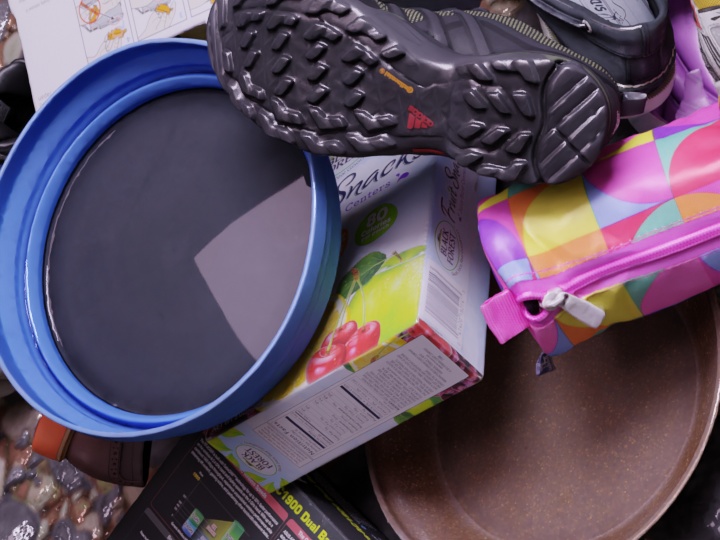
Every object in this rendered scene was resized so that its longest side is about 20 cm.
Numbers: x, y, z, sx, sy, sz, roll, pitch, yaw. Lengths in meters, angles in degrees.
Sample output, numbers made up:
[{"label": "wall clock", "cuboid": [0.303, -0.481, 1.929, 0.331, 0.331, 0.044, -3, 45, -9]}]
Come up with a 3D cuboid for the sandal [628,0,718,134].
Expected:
[{"label": "sandal", "cuboid": [0.163, -0.086, 0.835, 0.082, 0.050, 0.203, -23, 56, 29]}]

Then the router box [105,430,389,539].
[{"label": "router box", "cuboid": [-0.053, 0.180, 0.870, 0.150, 0.062, 0.200, -54, 46, 5]}]

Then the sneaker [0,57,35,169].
[{"label": "sneaker", "cuboid": [-0.222, -0.092, 1.110, 0.200, 0.111, 0.077, 3, 69, 40]}]

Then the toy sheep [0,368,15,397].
[{"label": "toy sheep", "cuboid": [-0.253, 0.022, 1.070, 0.200, 0.138, 0.138, -53, 45, 25]}]

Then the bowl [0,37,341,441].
[{"label": "bowl", "cuboid": [-0.099, -0.014, 0.838, 0.200, 0.039, 0.201, -8, 73, 27]}]

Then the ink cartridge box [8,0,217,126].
[{"label": "ink cartridge box", "cuboid": [-0.105, -0.172, 0.909, 0.200, 0.044, 0.174, -18, 83, 31]}]

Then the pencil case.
[{"label": "pencil case", "cuboid": [0.148, -0.028, 0.753, 0.200, 0.088, 0.089, -25, 54, 13]}]

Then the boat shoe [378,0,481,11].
[{"label": "boat shoe", "cuboid": [0.029, -0.147, 0.878, 0.070, 0.200, 0.066, -19, 78, 10]}]

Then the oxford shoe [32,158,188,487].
[{"label": "oxford shoe", "cuboid": [-0.104, 0.022, 0.917, 0.200, 0.072, 0.071, -64, 1, 13]}]

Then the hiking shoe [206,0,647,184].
[{"label": "hiking shoe", "cuboid": [0.027, -0.086, 0.779, 0.200, 0.101, 0.076, 20, 107, 20]}]

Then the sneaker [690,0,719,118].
[{"label": "sneaker", "cuboid": [0.198, -0.146, 0.719, 0.078, 0.082, 0.200, -3, 41, 39]}]

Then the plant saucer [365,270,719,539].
[{"label": "plant saucer", "cuboid": [0.092, 0.060, 0.830, 0.200, 0.037, 0.201, -19, 57, 31]}]

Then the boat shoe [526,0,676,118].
[{"label": "boat shoe", "cuboid": [0.091, -0.167, 0.823, 0.074, 0.066, 0.200, -20, 64, -7]}]

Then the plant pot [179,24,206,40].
[{"label": "plant pot", "cuboid": [-0.031, -0.201, 0.988, 0.200, 0.142, 0.201, -19, 58, 32]}]

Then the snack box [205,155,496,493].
[{"label": "snack box", "cuboid": [0.000, 0.000, 0.873, 0.142, 0.053, 0.200, -30, 32, 31]}]

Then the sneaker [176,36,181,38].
[{"label": "sneaker", "cuboid": [-0.088, -0.083, 1.006, 0.073, 0.082, 0.200, -48, 40, 18]}]
